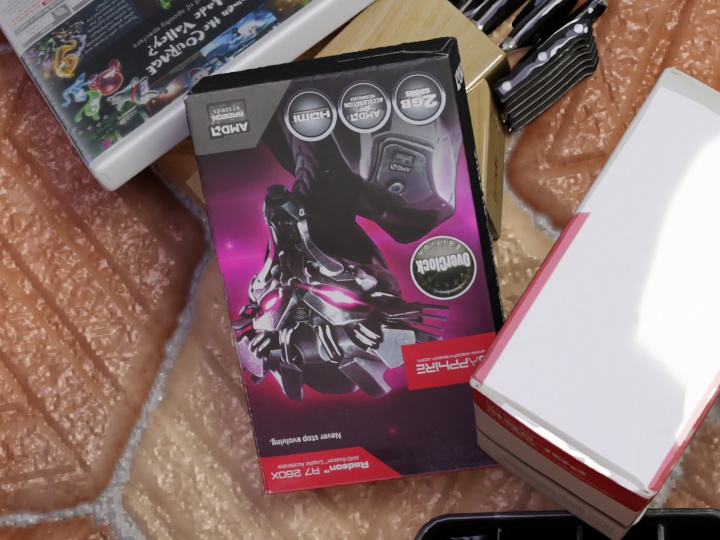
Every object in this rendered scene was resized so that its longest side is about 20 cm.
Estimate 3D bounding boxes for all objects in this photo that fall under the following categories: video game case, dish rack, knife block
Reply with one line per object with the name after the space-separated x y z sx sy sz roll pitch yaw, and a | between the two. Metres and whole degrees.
-0.085 -0.155 1.025 0.200 0.023 0.182 -36 50 0 | video game case
0.101 0.210 0.904 0.153 0.055 0.200 -3 68 11 | dish rack
0.021 -0.105 1.002 0.200 0.064 0.176 -1 75 11 | knife block

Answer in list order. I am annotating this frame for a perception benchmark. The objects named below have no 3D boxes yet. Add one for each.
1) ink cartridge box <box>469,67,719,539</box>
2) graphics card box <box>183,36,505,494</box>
0.115 0.023 0.827 0.083 0.200 0.147 32 81 10 | ink cartridge box
0.000 0.000 0.936 0.125 0.051 0.200 -7 105 10 | graphics card box
